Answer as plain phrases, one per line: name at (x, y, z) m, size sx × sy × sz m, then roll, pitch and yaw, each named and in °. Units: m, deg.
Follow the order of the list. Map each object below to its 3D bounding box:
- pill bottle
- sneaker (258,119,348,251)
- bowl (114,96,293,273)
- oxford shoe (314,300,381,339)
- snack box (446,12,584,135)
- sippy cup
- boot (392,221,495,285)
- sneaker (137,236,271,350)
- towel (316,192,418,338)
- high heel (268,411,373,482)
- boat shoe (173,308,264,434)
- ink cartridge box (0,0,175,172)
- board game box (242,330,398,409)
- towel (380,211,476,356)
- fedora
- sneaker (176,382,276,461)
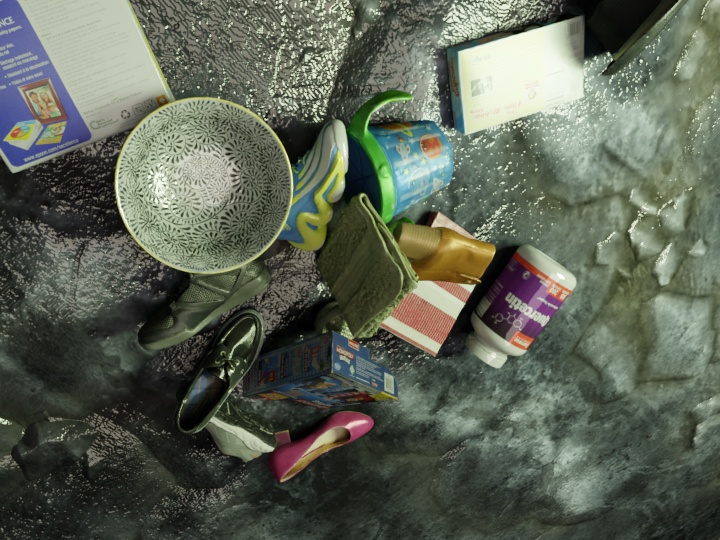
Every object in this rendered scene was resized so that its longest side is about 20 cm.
pill bottle at (0.265, 0.064, 0.962) m, size 0.112 × 0.113 × 0.201 m, roll 23°, pitch 107°, yaw -30°
sneaker at (-0.081, -0.106, 0.736) m, size 0.104 × 0.076 × 0.201 m, roll 4°, pitch 131°, yaw -16°
bowl at (-0.190, -0.104, 0.687) m, size 0.199 × 0.094 × 0.203 m, roll -6°, pitch 105°, yaw -21°
oxford shoe at (0.010, 0.063, 0.898) m, size 0.199 × 0.058 × 0.076 m, roll -19°, pitch 108°, yaw -28°
snack box at (0.222, -0.278, 0.800) m, size 0.198 × 0.037 × 0.117 m, roll -19°, pitch 123°, yaw -11°
sippy cup at (0.049, -0.140, 0.760) m, size 0.129 × 0.141 × 0.178 m, roll -21°, pitch 165°, yaw -21°
boot at (0.090, 0.000, 0.803) m, size 0.143 × 0.071 × 0.201 m, roll 16°, pitch 154°, yaw -14°
sneaker at (-0.230, 0.019, 0.765) m, size 0.199 × 0.076 × 0.115 m, roll -33°, pitch 123°, yaw -5°
towel at (0.000, 0.000, 0.761) m, size 0.036 × 0.149 × 0.200 m, roll -22°, pitch 163°, yaw -29°
high heel at (-0.061, 0.305, 0.976) m, size 0.198 × 0.096 × 0.068 m, roll -4°, pitch 119°, yaw -20°
boat shoe at (-0.200, 0.147, 0.814) m, size 0.068 × 0.057 × 0.201 m, roll 32°, pitch 78°, yaw -8°
ink cartridge box at (-0.330, -0.232, 0.603) m, size 0.196 × 0.047 × 0.201 m, roll -22°, pitch 122°, yaw -7°
board game box at (-0.073, 0.165, 0.879) m, size 0.198 × 0.062 × 0.200 m, roll -13°, pitch 152°, yaw 27°
towel at (0.119, 0.023, 0.906) m, size 0.144 × 0.023 × 0.201 m, roll 31°, pitch 88°, yaw -32°
fedora at (0.373, -0.367, 0.760) m, size 0.091 × 0.201 × 0.201 m, roll 38°, pitch 101°, yaw 0°
sneaker at (-0.220, 0.249, 0.898) m, size 0.079 × 0.074 × 0.200 m, roll -36°, pitch 125°, yaw 7°
